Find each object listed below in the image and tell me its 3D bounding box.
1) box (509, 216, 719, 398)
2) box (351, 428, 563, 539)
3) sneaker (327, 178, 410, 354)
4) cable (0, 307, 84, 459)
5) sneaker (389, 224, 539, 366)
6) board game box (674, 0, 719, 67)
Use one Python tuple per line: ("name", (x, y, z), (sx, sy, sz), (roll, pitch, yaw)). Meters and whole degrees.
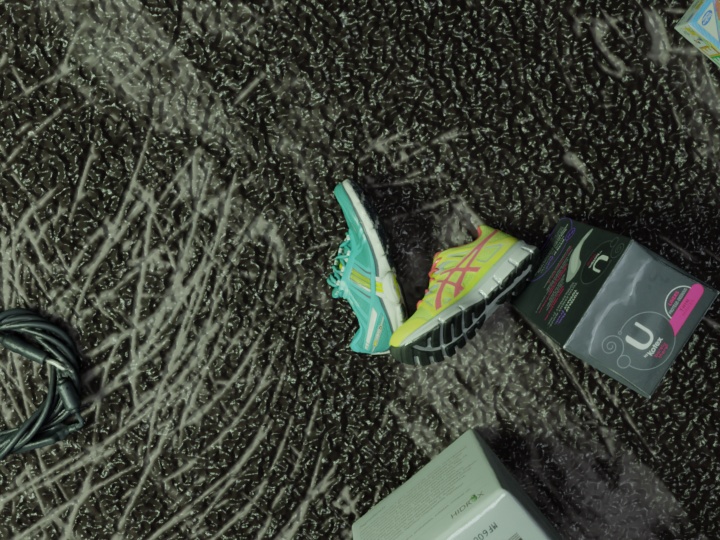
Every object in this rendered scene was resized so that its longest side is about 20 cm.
("box", (0.251, 0.029, 0.777), (0.106, 0.200, 0.123), (30, 97, -7))
("box", (0.124, 0.334, 0.837), (0.200, 0.171, 0.199), (-39, 100, 4))
("sneaker", (0.000, 0.000, 0.824), (0.079, 0.078, 0.202), (-12, 101, 8))
("cable", (-0.415, 0.131, 0.831), (0.198, 0.051, 0.164), (-13, 100, 0))
("sneaker", (0.100, 0.024, 0.818), (0.200, 0.078, 0.090), (-37, 59, -18))
("board game box", (0.461, -0.308, 0.816), (0.134, 0.034, 0.201), (36, 96, -9))
